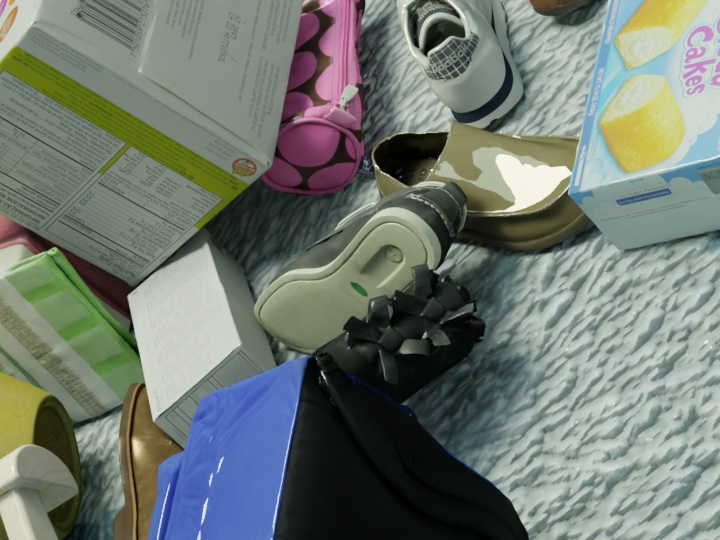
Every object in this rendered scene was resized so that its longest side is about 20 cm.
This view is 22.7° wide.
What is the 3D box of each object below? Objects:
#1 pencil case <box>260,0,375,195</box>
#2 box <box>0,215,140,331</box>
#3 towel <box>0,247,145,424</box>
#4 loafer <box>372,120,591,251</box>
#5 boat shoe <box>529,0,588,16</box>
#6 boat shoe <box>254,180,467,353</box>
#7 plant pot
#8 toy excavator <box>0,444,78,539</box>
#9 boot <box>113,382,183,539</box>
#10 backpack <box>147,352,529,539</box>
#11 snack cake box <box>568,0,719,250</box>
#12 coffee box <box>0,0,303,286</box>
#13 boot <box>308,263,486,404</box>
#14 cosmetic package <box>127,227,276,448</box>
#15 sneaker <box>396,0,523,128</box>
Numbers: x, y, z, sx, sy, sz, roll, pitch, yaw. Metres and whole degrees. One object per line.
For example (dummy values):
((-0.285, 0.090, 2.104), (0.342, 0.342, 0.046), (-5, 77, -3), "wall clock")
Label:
((-0.033, -0.150, 1.391), (0.201, 0.090, 0.094), (-93, 24, -44), "pencil case")
((-0.251, -0.022, 1.454), (0.109, 0.128, 0.201), (-21, 43, 32), "box")
((-0.263, 0.064, 1.370), (0.199, 0.149, 0.031), (-21, 33, 29), "towel")
((0.080, -0.059, 1.202), (0.199, 0.067, 0.076), (-3, 54, 44), "loafer")
((0.161, -0.276, 1.322), (0.076, 0.072, 0.201), (-5, 53, 43), "boat shoe")
((0.000, 0.000, 1.217), (0.200, 0.072, 0.068), (-35, 15, 47), "boat shoe")
((-0.285, 0.150, 1.300), (0.141, 0.200, 0.201), (-8, 46, 9), "plant pot")
((-0.144, 0.218, 1.053), (0.100, 0.200, 0.195), (-31, 39, 19), "toy excavator")
((-0.129, 0.150, 1.237), (0.075, 0.074, 0.200), (-12, 38, 0), "boot")
((-0.011, 0.160, 0.976), (0.168, 0.200, 0.163), (-22, 46, 44), "backpack")
((0.211, -0.119, 1.127), (0.115, 0.067, 0.201), (-14, 47, 38), "snack cake box")
((-0.185, -0.149, 1.348), (0.198, 0.200, 0.200), (-38, 32, 42), "coffee box")
((-0.015, 0.084, 1.132), (0.162, 0.073, 0.198), (-36, -10, -36), "boot")
((-0.115, 0.049, 1.290), (0.082, 0.051, 0.200), (-39, 27, 7), "cosmetic package")
((0.062, -0.186, 1.333), (0.076, 0.080, 0.200), (-40, 35, 12), "sneaker")
